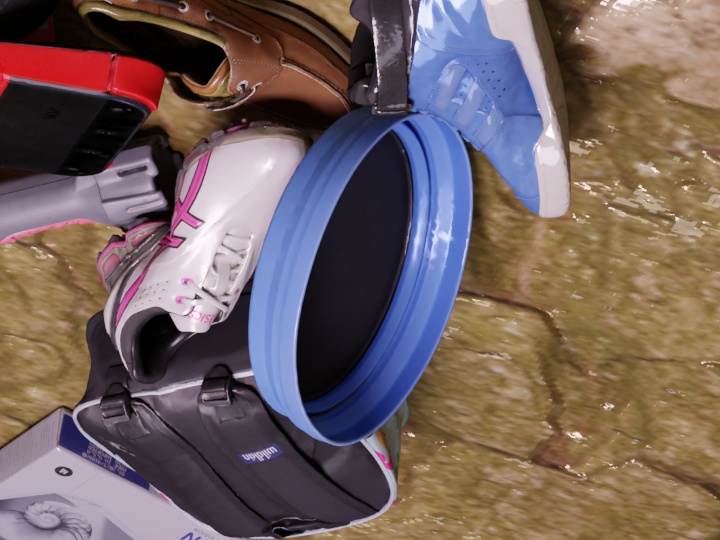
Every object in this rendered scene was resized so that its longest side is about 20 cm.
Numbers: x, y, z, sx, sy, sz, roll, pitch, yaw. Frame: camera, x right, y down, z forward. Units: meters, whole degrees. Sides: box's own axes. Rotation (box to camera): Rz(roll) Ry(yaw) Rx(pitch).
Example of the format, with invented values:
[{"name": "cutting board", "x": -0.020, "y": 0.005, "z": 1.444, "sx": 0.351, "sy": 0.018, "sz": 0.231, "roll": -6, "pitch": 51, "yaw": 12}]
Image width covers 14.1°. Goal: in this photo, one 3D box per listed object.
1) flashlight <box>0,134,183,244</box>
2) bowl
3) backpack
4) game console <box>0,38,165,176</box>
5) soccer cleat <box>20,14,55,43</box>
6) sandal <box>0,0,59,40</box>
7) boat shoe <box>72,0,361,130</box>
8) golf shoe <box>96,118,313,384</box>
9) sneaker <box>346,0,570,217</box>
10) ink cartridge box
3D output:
[{"name": "flashlight", "x": -0.201, "y": -0.032, "z": 1.775, "sx": 0.200, "sy": 0.068, "sz": 0.068, "roll": -12, "pitch": 106, "yaw": 18}, {"name": "bowl", "x": 0.000, "y": 0.000, "z": 1.681, "sx": 0.039, "sy": 0.201, "sz": 0.201, "roll": 18, "pitch": 151, "yaw": 26}, {"name": "backpack", "x": -0.065, "y": 0.081, "z": 1.832, "sx": 0.177, "sy": 0.151, "sz": 0.200, "roll": -13, "pitch": 137, "yaw": 26}, {"name": "game console", "x": -0.209, "y": -0.095, "z": 1.620, "sx": 0.177, "sy": 0.031, "sz": 0.200, "roll": 9, "pitch": 166, "yaw": -13}, {"name": "soccer cleat", "x": -0.227, "y": -0.165, "z": 1.602, "sx": 0.067, "sy": 0.076, "sz": 0.200, "roll": -33, "pitch": 152, "yaw": 5}, {"name": "sandal", "x": -0.167, "y": -0.203, "z": 1.519, "sx": 0.075, "sy": 0.048, "sz": 0.200, "roll": -21, "pitch": 151, "yaw": -48}, {"name": "boat shoe", "x": -0.081, "y": -0.119, "z": 1.627, "sx": 0.200, "sy": 0.068, "sz": 0.072, "roll": 28, "pitch": 138, "yaw": -28}, {"name": "golf shoe", "x": -0.083, "y": -0.010, "z": 1.688, "sx": 0.073, "sy": 0.092, "sz": 0.200, "roll": 9, "pitch": 143, "yaw": -31}, {"name": "sneaker", "x": 0.052, "y": -0.103, "z": 1.620, "sx": 0.111, "sy": 0.077, "sz": 0.200, "roll": -9, "pitch": 138, "yaw": 10}, {"name": "ink cartridge box", "x": -0.194, "y": 0.189, "z": 2.096, "sx": 0.200, "sy": 0.041, "sz": 0.200, "roll": 29, "pitch": 139, "yaw": -28}]
